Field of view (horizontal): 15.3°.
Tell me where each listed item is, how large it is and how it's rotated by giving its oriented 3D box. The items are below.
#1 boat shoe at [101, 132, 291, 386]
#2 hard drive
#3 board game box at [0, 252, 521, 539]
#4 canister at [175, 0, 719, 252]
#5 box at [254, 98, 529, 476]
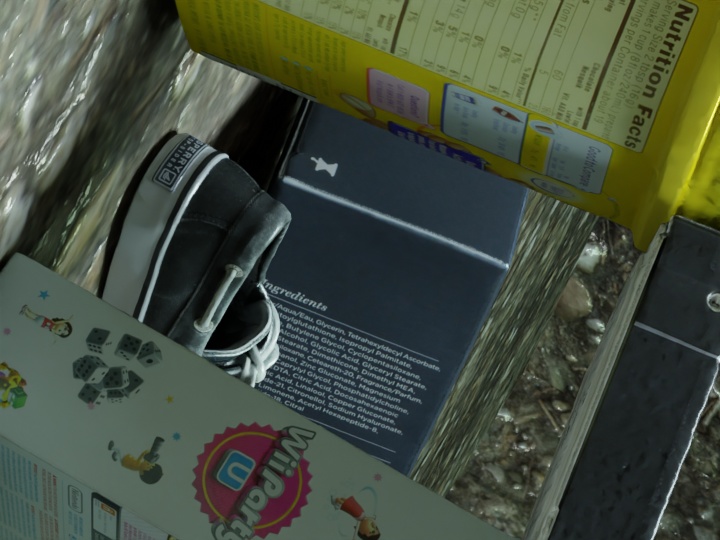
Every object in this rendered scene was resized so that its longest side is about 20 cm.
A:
[{"bbox_3d":[-0.066,0.022,1.102,0.074,0.068,0.200,-54,170,-39],"label":"boat shoe"},{"bbox_3d":[0.074,0.090,0.892,0.140,0.038,0.201,89,22,-79],"label":"hard drive"},{"bbox_3d":[-0.053,0.093,0.949,0.064,0.199,0.148,-57,172,-22],"label":"board game box"},{"bbox_3d":[0.042,-0.084,0.890,0.149,0.199,0.087,87,26,-77],"label":"canister"},{"bbox_3d":[0.000,0.000,1.211,0.149,0.106,0.201,-72,-177,-47],"label":"box"}]
